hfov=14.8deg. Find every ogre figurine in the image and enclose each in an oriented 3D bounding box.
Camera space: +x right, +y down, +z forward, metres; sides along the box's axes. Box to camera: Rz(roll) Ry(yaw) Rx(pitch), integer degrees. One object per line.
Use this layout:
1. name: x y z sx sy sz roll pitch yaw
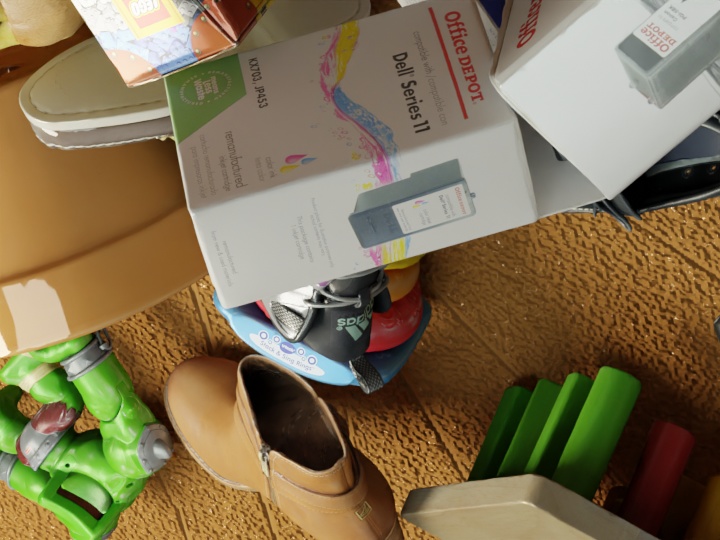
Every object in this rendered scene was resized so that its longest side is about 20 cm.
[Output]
1. ogre figurine: -0.185 0.107 1.772 0.120 0.098 0.200 45 123 5

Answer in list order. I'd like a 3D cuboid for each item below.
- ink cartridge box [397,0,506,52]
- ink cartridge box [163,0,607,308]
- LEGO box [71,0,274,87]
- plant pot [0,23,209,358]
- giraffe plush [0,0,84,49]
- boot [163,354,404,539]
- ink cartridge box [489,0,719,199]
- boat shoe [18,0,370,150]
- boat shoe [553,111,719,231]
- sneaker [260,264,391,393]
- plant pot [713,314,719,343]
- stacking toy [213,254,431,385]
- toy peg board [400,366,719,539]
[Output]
1. ink cartridge box: 0.048 -0.171 1.419 0.044 0.094 0.200 -23 112 38
2. ink cartridge box: 0.014 -0.066 1.332 0.199 0.117 0.068 -16 130 0
3. LEGO box: -0.085 -0.212 1.384 0.077 0.200 0.149 -17 116 36
4. plant pot: -0.179 -0.052 1.581 0.199 0.200 0.141 -9 109 33
5. giraffe plush: -0.179 -0.180 1.486 0.199 0.162 0.173 -16 117 36
6. boot: -0.055 0.087 1.640 0.200 0.074 0.155 35 166 27
7. ink cartridge box: 0.164 -0.145 1.298 0.200 0.147 0.083 -40 104 22
8. boat shoe: -0.087 -0.101 1.503 0.072 0.199 0.060 55 157 37
9. boat shoe: 0.136 -0.062 1.482 0.199 0.062 0.075 -10 122 36
10. sneaker: 0.000 0.000 1.455 0.200 0.077 0.141 19 121 61
11. plant pot: 0.291 0.040 1.367 0.178 0.200 0.200 47 110 11
12. stacking toy: 0.005 -0.044 1.555 0.116 0.110 0.201 27 123 7
13. toy peg board: 0.157 0.138 1.585 0.199 0.098 0.200 29 165 -14
